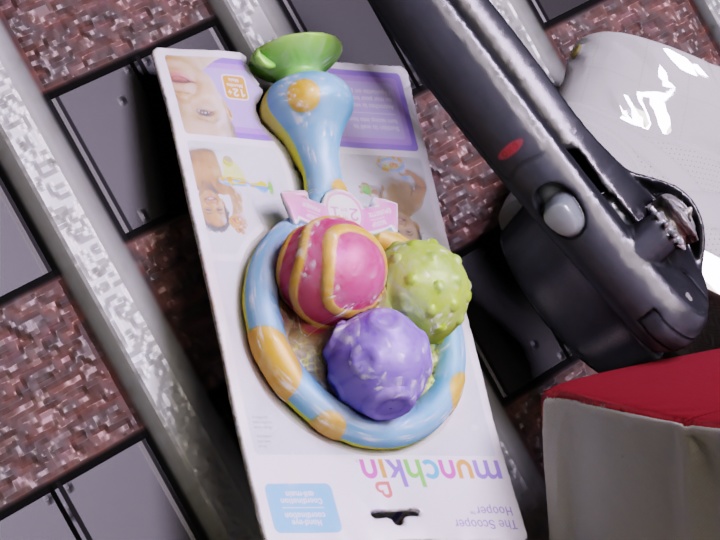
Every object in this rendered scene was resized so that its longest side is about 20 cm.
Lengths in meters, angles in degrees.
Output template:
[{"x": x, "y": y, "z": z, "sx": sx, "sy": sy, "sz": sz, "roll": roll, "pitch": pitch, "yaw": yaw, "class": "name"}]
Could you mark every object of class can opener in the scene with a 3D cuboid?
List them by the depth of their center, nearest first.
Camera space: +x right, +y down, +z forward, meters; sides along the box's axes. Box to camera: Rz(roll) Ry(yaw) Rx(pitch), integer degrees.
[{"x": 0.063, "y": -0.048, "z": 1.114, "sx": 0.200, "sy": 0.078, "sz": 0.063, "roll": 54, "pitch": 17, "yaw": -8, "class": "can opener"}]

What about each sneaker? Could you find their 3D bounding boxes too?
[{"x": 0.158, "y": -0.020, "z": 1.221, "sx": 0.200, "sy": 0.074, "sz": 0.116, "roll": 34, "pitch": 57, "yaw": -19, "class": "sneaker"}]

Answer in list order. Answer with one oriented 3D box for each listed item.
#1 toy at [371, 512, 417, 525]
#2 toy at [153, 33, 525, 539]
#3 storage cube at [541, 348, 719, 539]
[{"x": 0.014, "y": 0.158, "z": 1.050, "sx": 0.115, "sy": 0.047, "sz": 0.200, "roll": 52, "pitch": 50, "yaw": -9, "class": "toy"}, {"x": 0.000, "y": 0.000, "z": 1.081, "sx": 0.115, "sy": 0.047, "sz": 0.201, "roll": 2, "pitch": 59, "yaw": -34, "class": "toy"}, {"x": 0.188, "y": 0.119, "z": 1.079, "sx": 0.179, "sy": 0.171, "sz": 0.201, "roll": -10, "pitch": 100, "yaw": -34, "class": "storage cube"}]
